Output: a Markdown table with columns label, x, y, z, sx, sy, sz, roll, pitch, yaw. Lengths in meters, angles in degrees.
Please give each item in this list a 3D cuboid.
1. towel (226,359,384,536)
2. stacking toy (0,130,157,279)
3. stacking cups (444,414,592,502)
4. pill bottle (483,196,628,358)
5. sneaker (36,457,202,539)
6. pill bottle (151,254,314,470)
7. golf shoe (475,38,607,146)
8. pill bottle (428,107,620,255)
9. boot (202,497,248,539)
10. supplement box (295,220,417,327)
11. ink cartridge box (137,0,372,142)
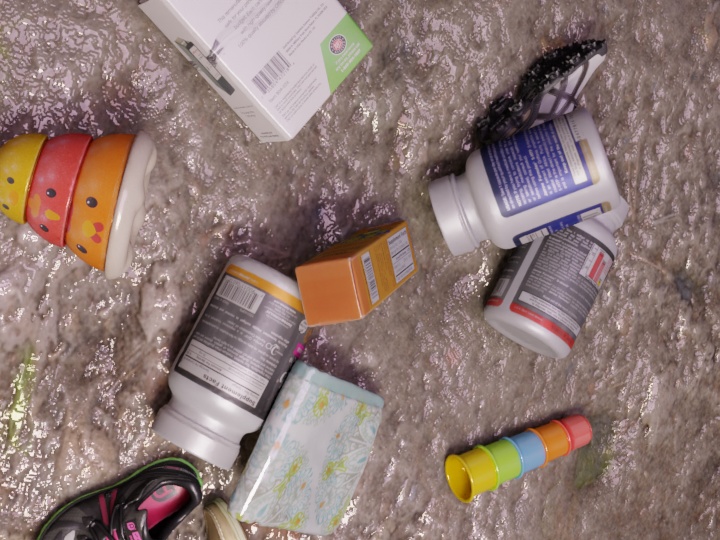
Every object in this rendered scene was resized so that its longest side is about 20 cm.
| label | x | y | z | sx | sy | sz | roll | pitch | yaw |
| --- | --- | --- | --- | --- | --- | --- | --- | --- | --- |
| towel | -0.050 | 0.197 | 1.168 | 0.200 | 0.048 | 0.173 | 35 | 77 | -59 |
| stacking toy | -0.304 | -0.082 | 1.041 | 0.197 | 0.146 | 0.148 | 13 | 89 | -9 |
| stacking cups | 0.199 | 0.222 | 1.344 | 0.198 | 0.060 | 0.061 | -19 | 103 | -28 |
| pill bottle | 0.239 | -0.007 | 1.306 | 0.115 | 0.116 | 0.202 | 32 | 81 | -25 |
| sneaker | -0.248 | 0.259 | 1.103 | 0.199 | 0.084 | 0.077 | -34 | 108 | -20 |
| pill bottle | -0.130 | 0.096 | 1.130 | 0.116 | 0.116 | 0.202 | 31 | 81 | -25 |
| golf shoe | 0.231 | -0.198 | 1.313 | 0.200 | 0.078 | 0.095 | -41 | 115 | -7 |
| pill bottle | 0.183 | -0.094 | 1.232 | 0.198 | 0.120 | 0.121 | -20 | 106 | 11 |
| boot | -0.186 | 0.356 | 1.153 | 0.153 | 0.072 | 0.203 | -12 | 101 | -23 |
| supplement box | 0.000 | 0.000 | 1.151 | 0.200 | 0.066 | 0.070 | -31 | 110 | -68 |
| ink cartridge box | -0.108 | -0.256 | 1.127 | 0.146 | 0.084 | 0.200 | -49 | 113 | -15 |
